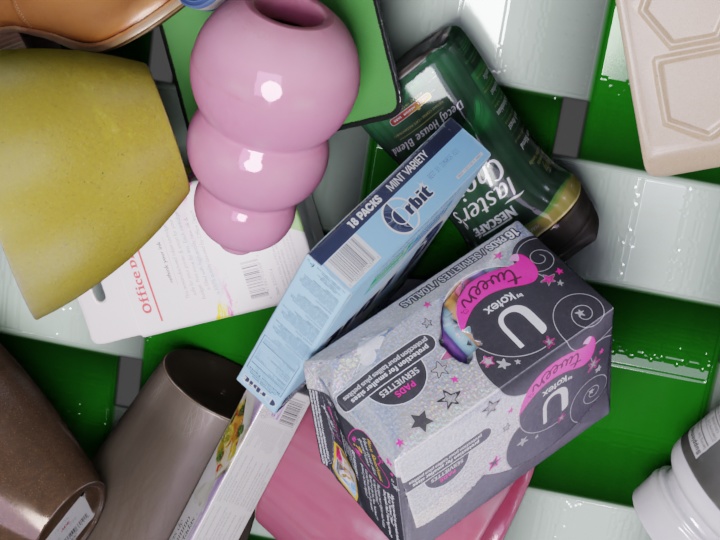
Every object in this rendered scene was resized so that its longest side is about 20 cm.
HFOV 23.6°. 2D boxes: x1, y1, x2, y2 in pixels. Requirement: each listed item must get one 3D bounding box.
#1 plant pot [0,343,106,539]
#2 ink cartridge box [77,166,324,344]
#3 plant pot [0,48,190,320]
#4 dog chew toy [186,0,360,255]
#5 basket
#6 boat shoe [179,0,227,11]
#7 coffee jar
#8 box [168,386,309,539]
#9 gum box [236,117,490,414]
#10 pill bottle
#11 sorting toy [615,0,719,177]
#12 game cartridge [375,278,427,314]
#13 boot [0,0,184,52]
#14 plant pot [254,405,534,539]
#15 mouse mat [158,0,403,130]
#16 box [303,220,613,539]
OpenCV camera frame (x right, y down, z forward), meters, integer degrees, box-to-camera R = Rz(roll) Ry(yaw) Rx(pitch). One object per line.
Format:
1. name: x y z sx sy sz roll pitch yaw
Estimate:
1. plant pot: -0.307 0.153 1.384 0.199 0.187 0.188 33 113 17
2. ink cartridge box: -0.134 -0.021 1.389 0.198 0.067 0.118 -13 107 12
3. plant pot: -0.208 -0.082 1.277 0.141 0.200 0.202 -19 108 -8
4. dog chew toy: -0.072 -0.101 1.262 0.123 0.125 0.202 16 122 2
5. basket: -0.152 0.180 1.436 0.179 0.136 0.201 31 109 8
6. boat shoe: -0.133 -0.282 1.282 0.072 0.072 0.202 -24 80 27
7. coffee jar: 0.093 -0.081 1.324 0.104 0.085 0.200 -36 102 22
8. box: -0.103 0.171 1.354 0.041 0.039 0.201 21 102 -27
9. gum box: 0.000 0.000 1.263 0.044 0.170 0.200 42 146 6
10. pill bottle: 0.320 0.151 1.365 0.114 0.114 0.200 42 110 -9
11. sorting toy: 0.290 -0.177 1.291 0.183 0.037 0.202 -9 113 11
12. game cartridge: 0.067 0.069 1.362 0.198 0.134 0.041 4 137 7
13. boot: -0.225 -0.241 1.318 0.198 0.077 0.157 -16 103 28
14. plant pot: 0.021 0.191 1.393 0.178 0.200 0.201 29 113 13
15. mouse mat: -0.068 -0.177 1.307 0.198 0.008 0.163 -10 98 33
16. box: 0.075 0.084 1.240 0.199 0.115 0.133 -33 145 -20
